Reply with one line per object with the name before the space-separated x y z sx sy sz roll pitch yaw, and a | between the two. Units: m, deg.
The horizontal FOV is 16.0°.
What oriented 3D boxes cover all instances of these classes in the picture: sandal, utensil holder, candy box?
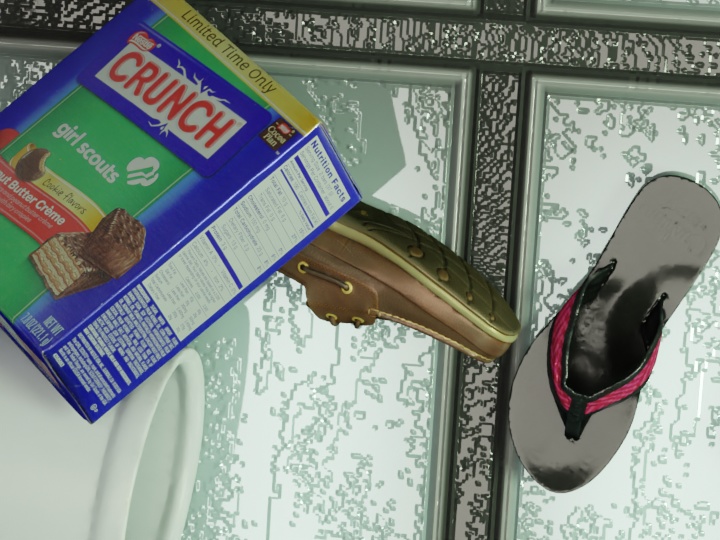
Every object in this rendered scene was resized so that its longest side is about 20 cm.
sandal | 0.144 0.037 1.485 0.075 0.045 0.201 28 100 4
utensil holder | -0.208 0.109 1.487 0.199 0.170 0.171 11 99 9
candy box | -0.129 -0.042 1.430 0.200 0.077 0.169 -40 51 -11

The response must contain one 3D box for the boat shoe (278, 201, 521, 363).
boat shoe | 0.000 0.000 1.492 0.199 0.072 0.068 32 106 10
